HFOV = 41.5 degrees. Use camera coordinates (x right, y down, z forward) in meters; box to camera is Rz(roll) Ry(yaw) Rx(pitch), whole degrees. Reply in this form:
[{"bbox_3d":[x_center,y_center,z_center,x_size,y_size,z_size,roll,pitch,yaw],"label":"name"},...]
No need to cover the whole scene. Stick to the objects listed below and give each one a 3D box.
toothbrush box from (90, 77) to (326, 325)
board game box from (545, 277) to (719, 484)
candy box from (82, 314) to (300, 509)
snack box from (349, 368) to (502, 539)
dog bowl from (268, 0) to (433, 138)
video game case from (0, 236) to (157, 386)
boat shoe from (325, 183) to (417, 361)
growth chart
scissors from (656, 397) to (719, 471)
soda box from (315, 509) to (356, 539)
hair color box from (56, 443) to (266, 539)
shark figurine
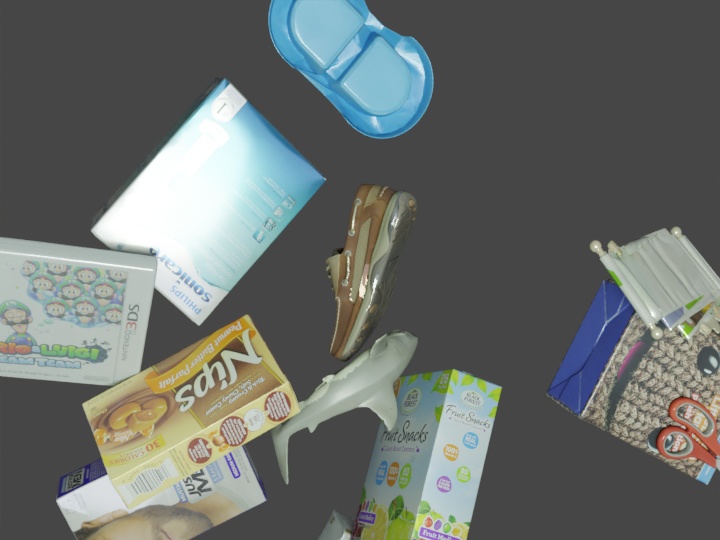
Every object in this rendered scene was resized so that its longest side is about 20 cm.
[{"bbox_3d":[-0.156,-0.072,0.971,0.146,0.085,0.201,41,88,-18],"label":"toothbrush box"},{"bbox_3d":[0.351,0.130,1.132,0.197,0.097,0.162,26,93,-17],"label":"board game box"},{"bbox_3d":[-0.174,0.141,0.978,0.197,0.116,0.056,-28,135,-13],"label":"candy box"},{"bbox_3d":[0.064,0.214,1.008,0.067,0.168,0.204,21,73,-16],"label":"snack box"},{"bbox_3d":[-0.013,-0.229,0.999,0.199,0.050,0.112,42,88,-18],"label":"dog bowl"},{"bbox_3d":[-0.308,0.045,0.934,0.196,0.024,0.184,7,134,-15],"label":"video game case"},{"bbox_3d":[0.000,0.000,1.040,0.071,0.076,0.204,23,104,17],"label":"boat shoe"},{"bbox_3d":[0.355,0.014,1.080,0.197,0.018,0.147,-11,65,-42],"label":"growth chart"},{"bbox_3d":[0.424,0.219,1.107,0.198,0.014,0.074,33,89,-16],"label":"scissors"},{"bbox_3d":[-0.048,0.386,1.093,0.067,0.064,0.202,30,91,-17],"label":"soda box"},{"bbox_3d":[-0.212,0.236,1.025,0.197,0.065,0.111,-25,105,-7],"label":"hair color box"},{"bbox_3d":[-0.008,0.145,1.018,0.213,0.128,0.090,-37,84,-8],"label":"shark figurine"}]
